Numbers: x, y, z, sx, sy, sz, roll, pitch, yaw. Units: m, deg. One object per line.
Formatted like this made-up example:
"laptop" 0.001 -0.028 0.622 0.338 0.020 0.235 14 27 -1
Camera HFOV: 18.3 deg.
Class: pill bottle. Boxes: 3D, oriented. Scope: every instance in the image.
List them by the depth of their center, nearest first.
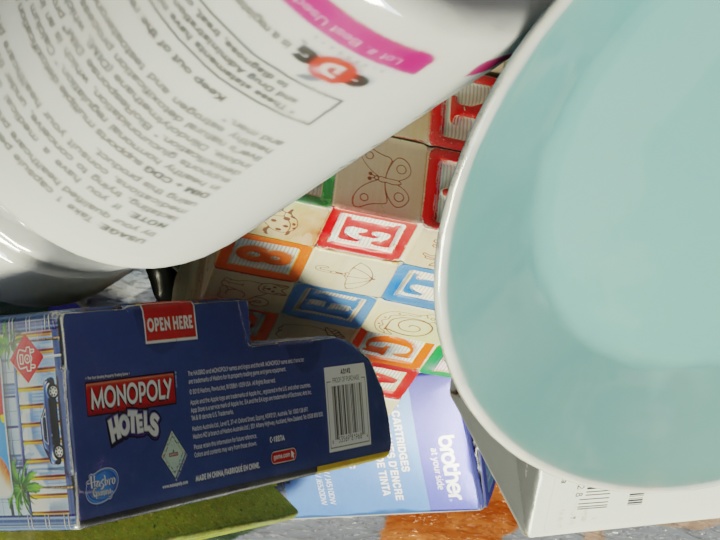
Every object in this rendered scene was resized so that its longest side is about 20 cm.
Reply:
"pill bottle" -0.043 -0.069 0.581 0.113 0.114 0.200 21 146 -31

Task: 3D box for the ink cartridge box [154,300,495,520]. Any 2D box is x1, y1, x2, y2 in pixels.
"ink cartridge box" -0.002 0.049 1.026 0.198 0.137 0.077 -3 115 14

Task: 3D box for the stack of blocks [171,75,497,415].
"stack of blocks" 0.000 0.000 0.789 0.114 0.059 0.200 11 154 -10

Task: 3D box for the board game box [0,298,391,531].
"board game box" -0.122 0.047 0.723 0.199 0.062 0.200 -5 179 25

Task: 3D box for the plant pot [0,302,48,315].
"plant pot" -0.186 -0.020 0.837 0.134 0.201 0.200 -12 150 40

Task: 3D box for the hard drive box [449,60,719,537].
"hard drive box" 0.140 -0.010 0.669 0.199 0.077 0.157 -2 124 -18

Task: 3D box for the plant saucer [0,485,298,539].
"plant saucer" -0.158 0.107 0.926 0.199 0.048 0.199 -15 173 28

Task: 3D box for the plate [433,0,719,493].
"plate" 0.105 -0.027 0.572 0.199 0.026 0.201 -14 129 -18

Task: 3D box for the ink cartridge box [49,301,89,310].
"ink cartridge box" -0.236 0.020 1.041 0.198 0.044 0.200 39 140 -16

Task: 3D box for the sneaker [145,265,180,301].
"sneaker" -0.033 -0.032 0.902 0.069 0.100 0.200 11 159 -26

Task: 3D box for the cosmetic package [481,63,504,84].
"cosmetic package" 0.040 -0.121 0.692 0.199 0.088 0.103 15 153 -22
